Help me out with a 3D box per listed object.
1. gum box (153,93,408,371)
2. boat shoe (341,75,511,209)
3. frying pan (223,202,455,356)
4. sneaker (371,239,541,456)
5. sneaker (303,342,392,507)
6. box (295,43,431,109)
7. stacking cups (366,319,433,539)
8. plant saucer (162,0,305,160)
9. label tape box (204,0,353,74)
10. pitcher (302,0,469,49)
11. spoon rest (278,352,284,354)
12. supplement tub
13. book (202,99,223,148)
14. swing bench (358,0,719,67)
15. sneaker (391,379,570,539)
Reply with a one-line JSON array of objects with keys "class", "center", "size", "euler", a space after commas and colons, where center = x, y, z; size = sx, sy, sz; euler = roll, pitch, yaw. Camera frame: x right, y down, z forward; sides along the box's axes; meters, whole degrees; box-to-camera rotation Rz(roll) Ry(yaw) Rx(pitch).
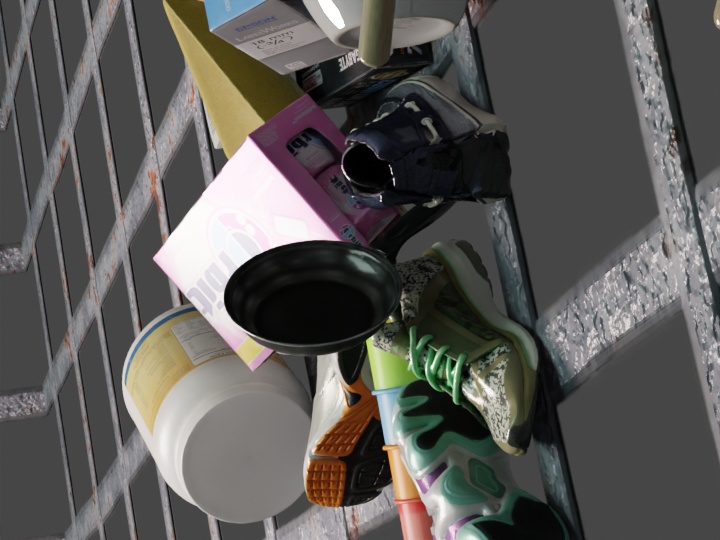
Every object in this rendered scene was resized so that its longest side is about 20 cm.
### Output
[{"class": "gum box", "center": [-0.056, -0.026, 1.458], "size": [0.114, 0.066, 0.200], "euler": [48, 143, 3]}, {"class": "boat shoe", "center": [0.023, -0.085, 1.359], "size": [0.200, 0.092, 0.075], "euler": [-151, 57, -69]}, {"class": "frying pan", "center": [-0.017, -0.002, 1.336], "size": [0.190, 0.114, 0.031], "euler": [-57, -29, -50]}, {"class": "sneaker", "center": [0.053, 0.054, 1.318], "size": [0.200, 0.088, 0.077], "euler": [-121, 30, -53]}, {"class": "sneaker", "center": [-0.004, 0.088, 1.566], "size": [0.092, 0.075, 0.201], "euler": [-108, 27, -55]}, {"class": "box", "center": [-0.011, -0.229, 1.501], "size": [0.200, 0.049, 0.200], "euler": [167, 97, -73]}, {"class": "stacking cups", "center": [0.040, 0.100, 1.443], "size": [0.060, 0.060, 0.201], "euler": [157, 103, -72]}, {"class": "plant saucer", "center": [-0.067, -0.105, 1.596], "size": [0.200, 0.048, 0.200], "euler": [51, 169, 39]}, {"class": "label tape box", "center": [-0.074, -0.225, 1.355], "size": [0.200, 0.063, 0.145], "euler": [22, -125, -70]}, {"class": "pitcher", "center": [-0.011, -0.246, 1.286], "size": [0.121, 0.171, 0.201], "euler": [-18, 77, 57]}, {"class": "spoon rest", "center": [-0.065, 0.012, 1.623], "size": [0.099, 0.060, 0.200], "euler": [53, 170, 29]}, {"class": "supplement tub", "center": [-0.123, 0.125, 1.817], "size": [0.200, 0.144, 0.145], "euler": [-133, 40, -63]}, {"class": "book", "center": [-0.120, -0.211, 1.863], "size": [0.200, 0.048, 0.134], "euler": [124, 134, -66]}, {"class": "swing bench", "center": [0.094, -0.209, 0.908], "size": [0.200, 0.198, 0.130], "euler": [108, 151, -52]}, {"class": "sneaker", "center": [0.065, 0.174, 1.339], "size": [0.200, 0.077, 0.140], "euler": [-116, 27, -49]}]
